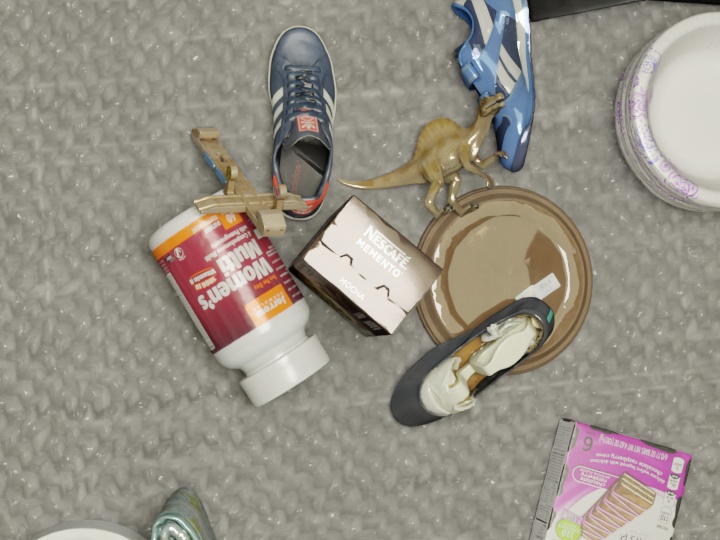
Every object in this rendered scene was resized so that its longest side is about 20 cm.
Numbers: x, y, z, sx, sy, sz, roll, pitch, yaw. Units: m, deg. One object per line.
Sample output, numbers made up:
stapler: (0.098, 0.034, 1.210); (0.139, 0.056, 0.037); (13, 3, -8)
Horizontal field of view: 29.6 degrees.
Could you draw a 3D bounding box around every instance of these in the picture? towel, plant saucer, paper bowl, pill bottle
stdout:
towel: (-0.149, 0.317, 1.317); (0.048, 0.171, 0.202); (-20, 90, -6)
plant saucer: (0.153, 0.010, 1.444); (0.197, 0.029, 0.203); (1, 86, -8)
paper bowl: (0.366, -0.163, 1.441); (0.198, 0.104, 0.204); (0, 86, -7)
pill bottle: (-0.119, 0.027, 1.367); (0.109, 0.110, 0.201); (-31, 91, -8)

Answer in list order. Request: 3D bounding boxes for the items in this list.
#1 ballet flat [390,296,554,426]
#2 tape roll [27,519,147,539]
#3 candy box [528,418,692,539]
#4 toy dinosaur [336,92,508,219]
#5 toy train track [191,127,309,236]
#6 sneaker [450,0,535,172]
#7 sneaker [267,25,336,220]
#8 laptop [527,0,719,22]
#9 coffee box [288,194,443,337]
ballet flat: (0.113, 0.098, 1.389); (0.199, 0.073, 0.073); (-36, 92, 8)
tape roll: (-0.273, 0.351, 1.350); (0.200, 0.071, 0.205); (0, 87, -7)
candy box: (0.253, 0.270, 1.426); (0.135, 0.061, 0.202); (16, 86, -7)
toy dinosaur: (0.082, -0.105, 1.418); (0.199, 0.058, 0.102); (-30, 73, 20)
toy train track: (-0.120, -0.098, 1.340); (0.113, 0.200, 0.033); (-4, 124, -28)
sneaker: (0.140, -0.201, 1.434); (0.081, 0.074, 0.203); (-4, 83, -2)
sneaker: (-0.056, -0.155, 1.397); (0.074, 0.085, 0.203); (-2, 87, -7)
laptop: (0.282, -0.374, 1.489); (0.198, 0.115, 0.190); (-5, 88, -36)
coffee box: (0.000, 0.000, 1.338); (0.113, 0.200, 0.080); (40, 83, -4)
